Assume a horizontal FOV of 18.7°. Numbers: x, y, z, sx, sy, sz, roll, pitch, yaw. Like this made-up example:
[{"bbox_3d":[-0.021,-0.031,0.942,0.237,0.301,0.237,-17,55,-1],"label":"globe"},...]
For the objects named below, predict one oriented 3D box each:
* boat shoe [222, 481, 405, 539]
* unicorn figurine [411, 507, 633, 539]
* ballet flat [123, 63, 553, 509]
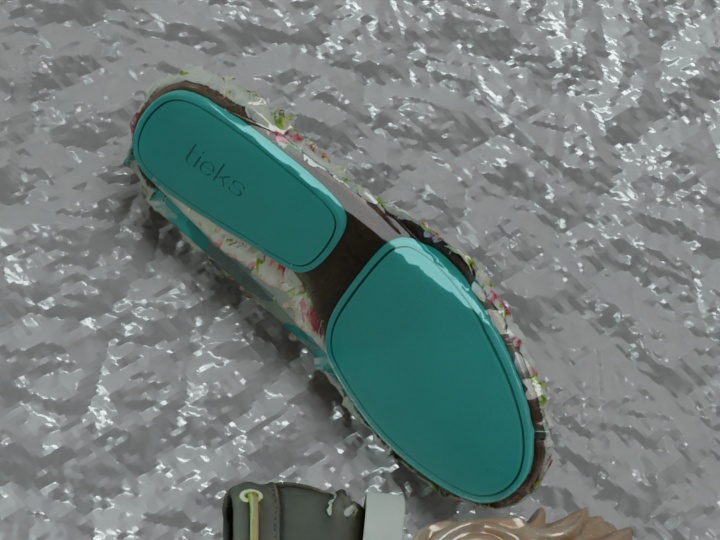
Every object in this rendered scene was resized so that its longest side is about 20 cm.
[{"bbox_3d":[-0.030,0.150,0.645,0.060,0.072,0.202,11,51,2],"label":"boat shoe"},{"bbox_3d":[0.055,0.145,0.678,0.137,0.074,0.200,12,21,-18],"label":"unicorn figurine"},{"bbox_3d":[0.000,0.000,0.782,0.200,0.076,0.064,47,16,9],"label":"ballet flat"}]
